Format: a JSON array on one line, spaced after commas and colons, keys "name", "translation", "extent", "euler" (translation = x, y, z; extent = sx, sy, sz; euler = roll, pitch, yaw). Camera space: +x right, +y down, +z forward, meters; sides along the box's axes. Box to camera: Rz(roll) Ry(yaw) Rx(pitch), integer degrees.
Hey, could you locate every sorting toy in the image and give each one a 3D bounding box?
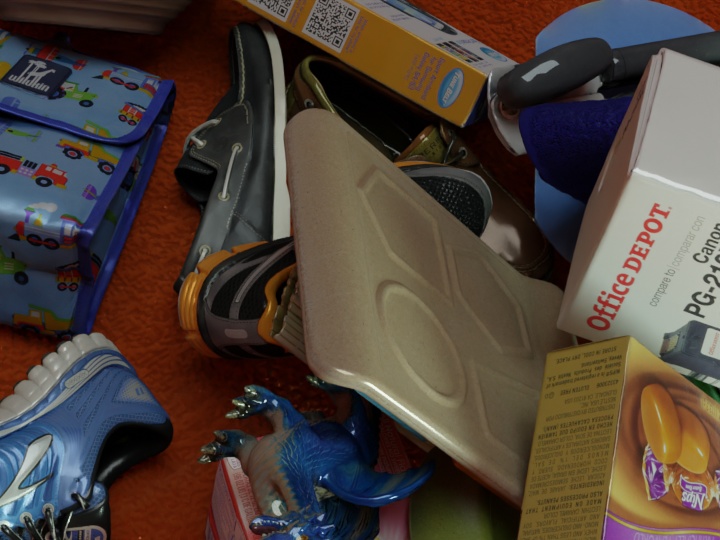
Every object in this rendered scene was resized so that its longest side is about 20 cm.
[{"name": "sorting toy", "translation": [0.040, 0.031, 0.820], "extent": [0.199, 0.036, 0.186], "euler": [34, 31, -33]}]

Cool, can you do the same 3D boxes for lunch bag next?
[{"name": "lunch bag", "translation": [-0.200, -0.071, 0.975], "extent": [0.149, 0.095, 0.201], "euler": [14, 43, 1]}]

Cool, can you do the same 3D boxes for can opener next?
[{"name": "can opener", "translation": [0.166, -0.112, 0.983], "extent": [0.198, 0.067, 0.054], "euler": [-13, 83, -23]}]

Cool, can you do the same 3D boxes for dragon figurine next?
[{"name": "dragon figurine", "translation": [-0.006, 0.096, 0.772], "extent": [0.100, 0.059, 0.199], "euler": [48, 30, 20]}]

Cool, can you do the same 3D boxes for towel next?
[{"name": "towel", "translation": [0.200, -0.059, 0.887], "extent": [0.199, 0.147, 0.050], "euler": [-3, 80, 33]}]

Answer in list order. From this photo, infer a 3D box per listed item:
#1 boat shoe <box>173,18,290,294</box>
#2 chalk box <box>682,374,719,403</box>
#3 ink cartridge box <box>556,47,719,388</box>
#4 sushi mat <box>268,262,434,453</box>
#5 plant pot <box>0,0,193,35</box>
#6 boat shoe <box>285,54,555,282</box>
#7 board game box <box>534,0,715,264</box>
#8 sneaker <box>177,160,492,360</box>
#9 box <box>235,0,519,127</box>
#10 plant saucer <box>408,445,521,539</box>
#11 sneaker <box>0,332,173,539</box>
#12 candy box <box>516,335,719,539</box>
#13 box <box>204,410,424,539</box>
[{"name": "boat shoe", "translation": [-0.077, -0.070, 0.993], "extent": [0.067, 0.072, 0.202], "euler": [5, 59, -8]}, {"name": "chalk box", "translation": [0.211, 0.060, 0.930], "extent": [0.198, 0.125, 0.125], "euler": [-13, 60, -17]}, {"name": "ink cartridge box", "translation": [0.210, -0.005, 0.810], "extent": [0.198, 0.145, 0.085], "euler": [20, 56, 3]}, {"name": "sushi mat", "translation": [0.037, 0.044, 0.894], "extent": [0.200, 0.012, 0.096], "euler": [39, 64, -33]}, {"name": "plant pot", "translation": [-0.167, -0.195, 1.021], "extent": [0.199, 0.201, 0.094], "euler": [4, 98, -8]}, {"name": "boat shoe", "translation": [0.033, -0.056, 1.006], "extent": [0.199, 0.068, 0.072], "euler": [32, 57, 11]}, {"name": "board game box", "translation": [0.171, -0.069, 1.033], "extent": [0.157, 0.039, 0.202], "euler": [8, 70, -18]}, {"name": "sneaker", "translation": [0.000, 0.000, 0.919], "extent": [0.199, 0.077, 0.079], "euler": [-29, 110, -26]}, {"name": "box", "translation": [0.019, -0.145, 1.042], "extent": [0.199, 0.042, 0.119], "euler": [32, 17, 10]}, {"name": "plant saucer", "translation": [0.107, 0.161, 0.834], "extent": [0.199, 0.031, 0.201], "euler": [33, 35, -27]}, {"name": "sneaker", "translation": [-0.174, 0.117, 0.848], "extent": [0.089, 0.079, 0.200], "euler": [37, 58, 17]}, {"name": "candy box", "translation": [0.124, 0.146, 0.756], "extent": [0.116, 0.056, 0.202], "euler": [33, 58, -35]}, {"name": "box", "translation": [-0.004, 0.184, 0.821], "extent": [0.094, 0.103, 0.201], "euler": [-11, 59, -17]}]
